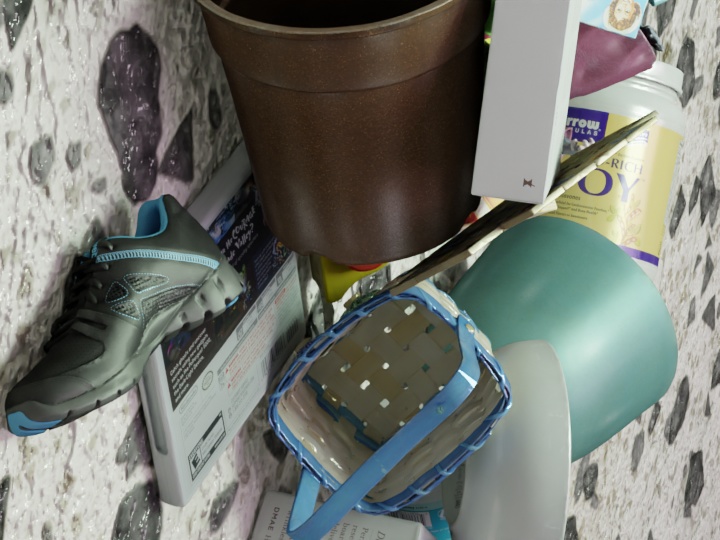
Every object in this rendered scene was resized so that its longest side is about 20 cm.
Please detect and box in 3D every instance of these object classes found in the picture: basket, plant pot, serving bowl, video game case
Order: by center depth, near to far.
[{"bbox_3d":[-0.003,-0.124,1.529,0.200,0.200,0.199,-56,148,-45],"label":"plant pot"},{"bbox_3d":[-0.096,0.030,1.607,0.200,0.023,0.182,-55,148,-45],"label":"video game case"},{"bbox_3d":[0.017,0.098,1.669,0.176,0.139,0.200,-43,-164,15],"label":"basket"},{"bbox_3d":[0.101,0.150,1.763,0.200,0.066,0.201,-177,-90,-80],"label":"serving bowl"},{"bbox_3d":[0.143,0.081,1.998,0.161,0.200,0.201,-41,138,-38],"label":"plant pot"}]

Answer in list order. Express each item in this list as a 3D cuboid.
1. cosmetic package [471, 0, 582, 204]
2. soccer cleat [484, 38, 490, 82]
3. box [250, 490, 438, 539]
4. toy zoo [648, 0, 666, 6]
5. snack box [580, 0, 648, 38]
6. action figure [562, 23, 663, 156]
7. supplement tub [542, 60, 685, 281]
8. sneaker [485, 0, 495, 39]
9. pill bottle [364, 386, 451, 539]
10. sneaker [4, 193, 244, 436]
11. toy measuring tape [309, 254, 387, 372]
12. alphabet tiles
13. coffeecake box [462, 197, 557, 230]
[{"bbox_3d":[0.111,-0.152,1.495,0.151,0.052,0.200,-58,155,-78],"label":"cosmetic package"},{"bbox_3d":[0.090,-0.159,1.657,0.084,0.065,0.200,73,9,-58],"label":"soccer cleat"},{"bbox_3d":[-0.011,0.296,1.787,0.199,0.130,0.200,52,52,-62],"label":"box"},{"bbox_3d":[0.207,-0.313,1.975,0.200,0.020,0.131,66,-16,-1],"label":"toy zoo"},{"bbox_3d":[0.148,-0.262,1.844,0.200,0.037,0.116,12,99,-32],"label":"snack box"},{"bbox_3d":[0.146,-0.165,1.975,0.134,0.200,0.149,49,9,-17],"label":"action figure"},{"bbox_3d":[0.216,-0.093,2.153,0.145,0.145,0.200,19,82,-68],"label":"supplement tub"},{"bbox_3d":[0.055,-0.222,1.647,0.084,0.200,0.077,-42,134,-12],"label":"sneaker"},{"bbox_3d":[0.063,0.196,1.951,0.200,0.111,0.111,77,31,-45],"label":"pill bottle"},{"bbox_3d":[-0.156,0.029,1.423,0.082,0.073,0.200,59,43,-12],"label":"sneaker"},{"bbox_3d":[0.000,0.000,1.758,0.074,0.073,0.200,-54,146,-47],"label":"toy measuring tape"},{"bbox_3d":[0.110,-0.045,1.578,0.200,0.166,0.006,-36,94,-34],"label":"alphabet tiles"},{"bbox_3d":[0.060,-0.103,1.746,0.200,0.073,0.154,-11,84,-65],"label":"coffeecake box"}]
